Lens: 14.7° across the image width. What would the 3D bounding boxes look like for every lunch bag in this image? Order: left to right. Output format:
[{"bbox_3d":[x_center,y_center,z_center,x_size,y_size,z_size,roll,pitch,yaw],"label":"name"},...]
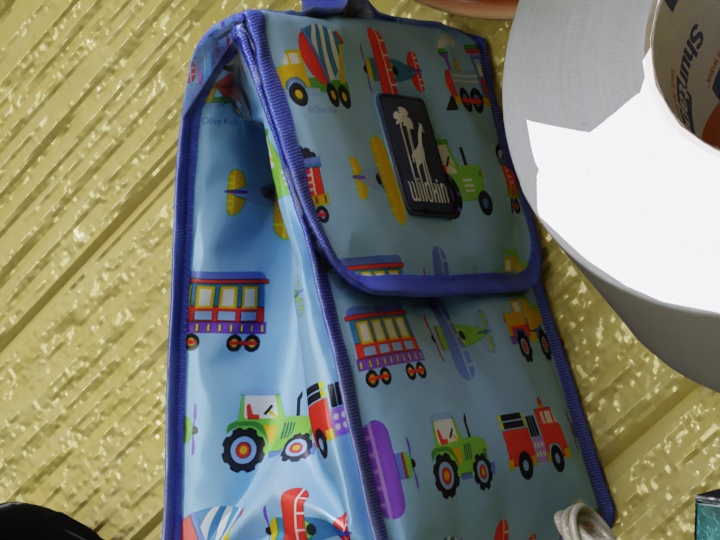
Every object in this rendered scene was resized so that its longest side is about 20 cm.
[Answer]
[{"bbox_3d":[0.000,0.000,0.933,0.094,0.150,0.201,-8,88,33],"label":"lunch bag"}]

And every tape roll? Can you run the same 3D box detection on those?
[{"bbox_3d":[0.145,-0.060,0.830,0.200,0.066,0.201,-15,55,23],"label":"tape roll"}]

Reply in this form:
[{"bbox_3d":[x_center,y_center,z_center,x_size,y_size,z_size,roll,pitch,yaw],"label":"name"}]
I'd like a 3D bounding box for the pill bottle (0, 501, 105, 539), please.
[{"bbox_3d":[-0.174,0.186,1.083,0.200,0.112,0.112,-39,72,29],"label":"pill bottle"}]

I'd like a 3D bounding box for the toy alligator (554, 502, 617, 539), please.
[{"bbox_3d":[0.137,0.135,0.869,0.054,0.059,0.200,-49,67,26],"label":"toy alligator"}]

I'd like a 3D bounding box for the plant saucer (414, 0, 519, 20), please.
[{"bbox_3d":[0.057,-0.186,0.957,0.200,0.032,0.201,2,93,35],"label":"plant saucer"}]

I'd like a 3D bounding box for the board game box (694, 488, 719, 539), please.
[{"bbox_3d":[0.198,0.143,0.882,0.199,0.028,0.136,3,94,34],"label":"board game box"}]
